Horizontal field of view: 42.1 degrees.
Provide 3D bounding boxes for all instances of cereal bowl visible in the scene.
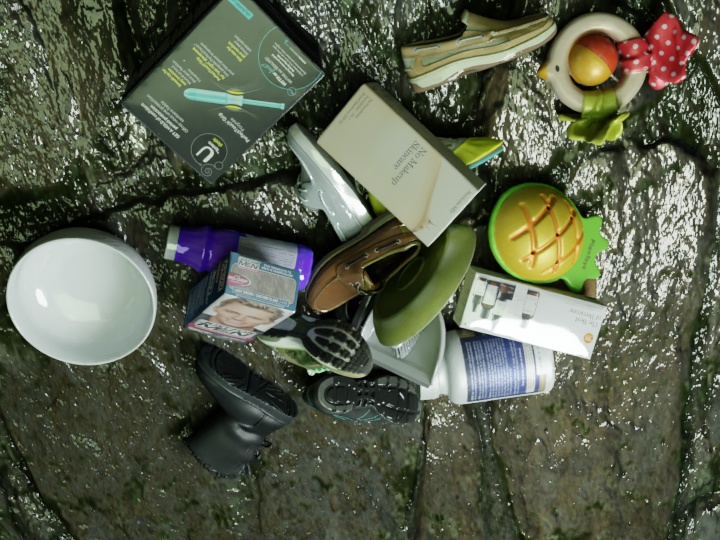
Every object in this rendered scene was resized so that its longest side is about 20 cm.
[{"bbox_3d":[-0.378,0.027,1.291,0.198,0.083,0.201,-3,118,-5],"label":"cereal bowl"}]

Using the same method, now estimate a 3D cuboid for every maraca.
[{"bbox_3d":[0.264,-0.045,1.311,0.199,0.107,0.138,19,90,-23],"label":"maraca"}]

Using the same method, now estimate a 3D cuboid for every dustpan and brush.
[{"bbox_3d":[0.081,0.051,1.357,0.201,0.139,0.057,-63,147,-7],"label":"dustpan and brush"}]

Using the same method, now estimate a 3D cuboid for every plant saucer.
[{"bbox_3d":[0.077,0.011,1.269,0.031,0.200,0.200,36,109,-17],"label":"plant saucer"}]

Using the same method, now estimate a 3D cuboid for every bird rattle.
[{"bbox_3d":[0.324,-0.261,1.210,0.163,0.113,0.200,38,106,-6],"label":"bird rattle"}]

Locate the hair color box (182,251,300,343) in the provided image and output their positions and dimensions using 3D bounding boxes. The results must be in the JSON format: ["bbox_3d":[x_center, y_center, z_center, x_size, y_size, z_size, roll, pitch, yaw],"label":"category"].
[{"bbox_3d":[-0.165,0.042,1.266,0.099,0.061,0.200,15,158,-21],"label":"hair color box"}]

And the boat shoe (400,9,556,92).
[{"bbox_3d":[0.147,-0.295,1.188,0.199,0.072,0.077,-21,107,5],"label":"boat shoe"}]

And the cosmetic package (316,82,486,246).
[{"bbox_3d":[0.053,-0.139,1.212,0.200,0.073,0.104,43,109,4],"label":"cosmetic package"}]

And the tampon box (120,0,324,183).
[{"bbox_3d":[-0.166,-0.241,1.145,0.200,0.127,0.150,-40,115,16],"label":"tampon box"}]

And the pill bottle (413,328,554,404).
[{"bbox_3d":[0.181,0.139,1.400,0.198,0.111,0.112,-7,119,-3],"label":"pill bottle"}]

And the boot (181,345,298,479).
[{"bbox_3d":[-0.210,0.222,1.427,0.198,0.074,0.162,37,112,-23],"label":"boot"}]

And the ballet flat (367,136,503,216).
[{"bbox_3d":[0.096,-0.140,1.270,0.199,0.067,0.067,-31,97,13],"label":"ballet flat"}]

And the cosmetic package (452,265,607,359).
[{"bbox_3d":[0.238,0.060,1.316,0.199,0.051,0.083,14,102,-10],"label":"cosmetic package"}]

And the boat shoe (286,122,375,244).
[{"bbox_3d":[-0.049,-0.106,1.264,0.071,0.070,0.201,-33,119,8],"label":"boat shoe"}]

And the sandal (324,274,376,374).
[{"bbox_3d":[-0.020,0.064,1.362,0.048,0.075,0.201,29,113,-1],"label":"sandal"}]

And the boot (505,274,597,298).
[{"bbox_3d":[0.254,0.013,1.377,0.198,0.074,0.076,9,94,-11],"label":"boot"}]

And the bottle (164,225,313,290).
[{"bbox_3d":[-0.168,-0.020,1.290,0.198,0.084,0.066,11,83,-12],"label":"bottle"}]

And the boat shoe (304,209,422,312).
[{"bbox_3d":[0.000,0.000,1.277,0.072,0.068,0.200,20,125,-44],"label":"boat shoe"}]

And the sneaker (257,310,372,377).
[{"bbox_3d":[-0.060,0.116,1.345,0.077,0.199,0.089,-48,141,-30],"label":"sneaker"}]

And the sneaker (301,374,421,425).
[{"bbox_3d":[0.003,0.196,1.443,0.199,0.076,0.079,15,160,-29],"label":"sneaker"}]
